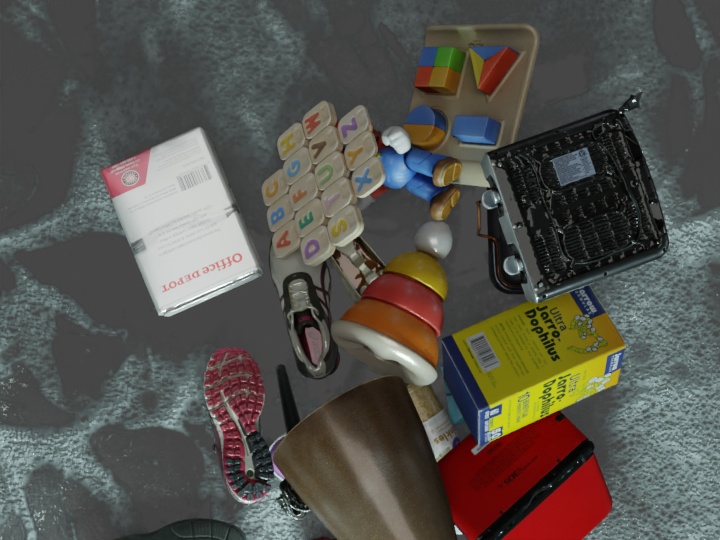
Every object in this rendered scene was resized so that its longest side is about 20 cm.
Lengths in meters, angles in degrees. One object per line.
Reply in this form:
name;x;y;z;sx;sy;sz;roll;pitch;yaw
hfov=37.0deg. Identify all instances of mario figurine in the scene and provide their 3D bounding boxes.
mario figurine;0.024;-0.125;1.363;0.198;0.106;0.125;24;100;28

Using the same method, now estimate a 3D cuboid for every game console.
game console;0.200;0.282;1.363;0.199;0.119;0.172;-37;63;-17

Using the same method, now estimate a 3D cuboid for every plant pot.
plant pot;0.024;0.261;1.269;0.186;0.187;0.201;-32;69;-2

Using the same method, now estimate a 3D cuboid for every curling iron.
curling iron;-0.089;0.216;1.378;0.049;0.025;0.203;12;61;-37

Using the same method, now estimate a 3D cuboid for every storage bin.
storage bin;0.223;-0.073;1.371;0.143;0.134;0.203;-1;87;-1

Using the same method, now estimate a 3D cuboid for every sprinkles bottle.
sprinkles bottle;0.103;0.236;1.391;0.068;0.068;0.202;-29;89;-2

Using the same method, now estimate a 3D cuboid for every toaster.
toaster;0.248;-0.078;1.245;0.198;0.119;0.183;-20;90;-4

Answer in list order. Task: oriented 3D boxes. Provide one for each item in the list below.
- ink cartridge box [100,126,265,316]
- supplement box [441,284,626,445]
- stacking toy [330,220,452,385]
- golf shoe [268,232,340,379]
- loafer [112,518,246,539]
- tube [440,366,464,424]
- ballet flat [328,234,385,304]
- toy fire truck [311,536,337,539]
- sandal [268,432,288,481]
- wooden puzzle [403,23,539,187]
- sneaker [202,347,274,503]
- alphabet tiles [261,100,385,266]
ink cartridge box;-0.225;-0.060;1.388;0.144;0.085;0.202;-23;87;-2
supplement box;0.211;0.113;1.330;0.198;0.109;0.110;-23;59;-7
stacking toy;0.064;0.029;1.345;0.145;0.146;0.202;27;75;0
golf shoe;-0.069;0.040;1.387;0.076;0.088;0.203;-16;87;0
loafer;-0.244;0.369;1.394;0.197;0.063;0.073;-7;57;-5
tube;0.208;0.147;1.409;0.197;0.050;0.079;-10;87;3
ballet flat;0.000;0.000;1.400;0.067;0.062;0.200;-41;89;-3
toy fire truck;0.025;0.420;1.372;0.166;0.112;0.202;-22;96;24
sandal;-0.025;0.264;1.397;0.200;0.050;0.083;21;88;0
wooden puzzle;0.126;-0.213;1.364;0.184;0.046;0.203;11;90;44
sneaker;-0.165;0.199;1.389;0.080;0.075;0.203;-3;75;-20
alphabet tiles;-0.053;-0.111;1.354;0.195;0.015;0.202;-34;56;32
